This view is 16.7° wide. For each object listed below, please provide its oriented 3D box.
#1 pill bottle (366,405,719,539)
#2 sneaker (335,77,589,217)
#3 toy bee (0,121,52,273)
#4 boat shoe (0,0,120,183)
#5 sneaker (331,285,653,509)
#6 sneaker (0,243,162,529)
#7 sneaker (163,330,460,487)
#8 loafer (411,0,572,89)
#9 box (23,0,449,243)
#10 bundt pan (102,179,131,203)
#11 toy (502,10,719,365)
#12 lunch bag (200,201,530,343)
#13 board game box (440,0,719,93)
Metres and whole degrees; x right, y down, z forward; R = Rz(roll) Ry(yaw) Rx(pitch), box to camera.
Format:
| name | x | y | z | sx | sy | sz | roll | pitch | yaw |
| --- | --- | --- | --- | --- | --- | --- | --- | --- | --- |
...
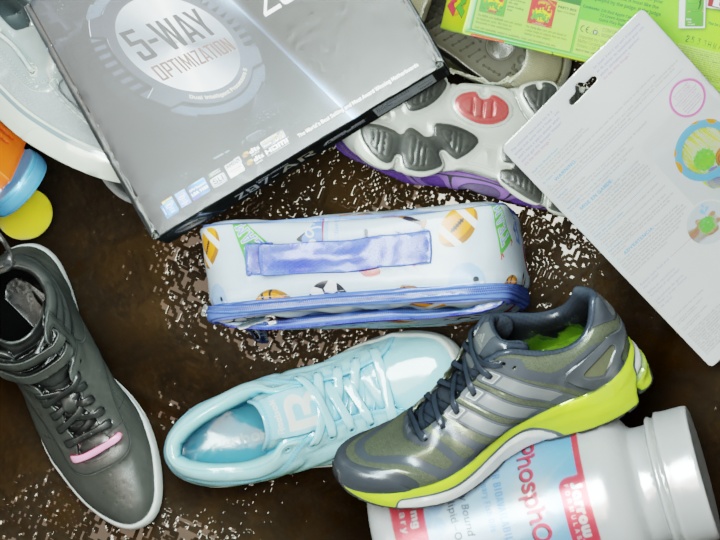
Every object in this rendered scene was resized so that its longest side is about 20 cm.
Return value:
| name | x | y | z | sx | sy | sz | roll | pitch | yaw |
| --- | --- | --- | --- | --- | --- | --- | --- | --- | --- |
| pill bottle | 0.112 | 0.147 | 1.484 | 0.198 | 0.109 | 0.110 | -16 | 86 | 10 |
| sneaker | 0.078 | -0.079 | 1.502 | 0.198 | 0.083 | 0.081 | 13 | 82 | -13 |
| toy bee | -0.260 | -0.057 | 1.535 | 0.108 | 0.200 | 0.131 | -31 | 100 | 29 |
| boat shoe | -0.195 | -0.131 | 1.498 | 0.201 | 0.070 | 0.072 | 40 | 118 | 21 |
| sneaker | 0.070 | 0.070 | 1.443 | 0.199 | 0.074 | 0.081 | -27 | 125 | -5 |
| sneaker | -0.191 | 0.076 | 1.549 | 0.070 | 0.099 | 0.201 | -26 | 85 | 7 |
| sneaker | -0.030 | 0.093 | 1.526 | 0.199 | 0.082 | 0.074 | -23 | 86 | 10 |
| loafer | 0.040 | -0.169 | 1.524 | 0.199 | 0.068 | 0.076 | 27 | 94 | 10 |
| box | -0.071 | -0.135 | 1.431 | 0.199 | 0.044 | 0.161 | -30 | 84 | 4 |
| bundt pan | -0.101 | -0.140 | 1.530 | 0.200 | 0.076 | 0.204 | 4 | 98 | 28 |
| toy | 0.185 | -0.051 | 1.472 | 0.115 | 0.047 | 0.200 | -44 | 109 | 4 |
| lunch bag | 0.000 | 0.000 | 1.482 | 0.198 | 0.160 | 0.076 | -5 | 88 | 10 |
| board game box | 0.157 | -0.171 | 1.466 | 0.198 | 0.048 | 0.102 | 12 | 95 | -17 |
